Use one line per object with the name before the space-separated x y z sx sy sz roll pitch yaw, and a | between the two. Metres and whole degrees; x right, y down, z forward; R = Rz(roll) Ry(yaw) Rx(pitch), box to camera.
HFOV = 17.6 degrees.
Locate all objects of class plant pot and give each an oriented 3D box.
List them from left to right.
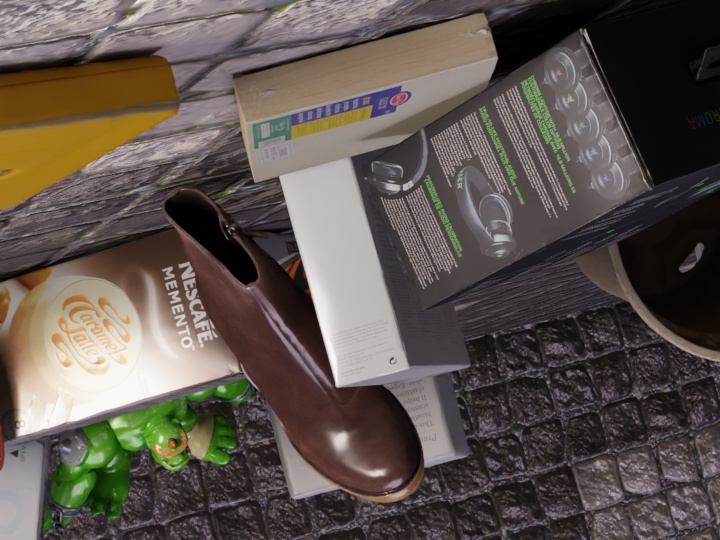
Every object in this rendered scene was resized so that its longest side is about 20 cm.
plant pot | 0.233 -0.042 1.638 0.200 0.201 0.183 -14 -174 -14

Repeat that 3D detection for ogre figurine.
ogre figurine | -0.165 0.119 1.763 0.199 0.098 0.120 -16 155 -6

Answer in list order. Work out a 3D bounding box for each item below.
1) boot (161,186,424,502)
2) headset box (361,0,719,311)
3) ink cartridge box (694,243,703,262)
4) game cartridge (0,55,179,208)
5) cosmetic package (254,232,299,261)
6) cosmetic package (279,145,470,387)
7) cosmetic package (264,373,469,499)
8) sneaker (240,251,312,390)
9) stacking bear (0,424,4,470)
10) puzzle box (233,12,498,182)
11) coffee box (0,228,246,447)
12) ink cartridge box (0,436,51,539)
boot | -0.046 0.049 1.453 0.072 0.200 0.166 -40 150 -5
headset box | 0.133 -0.070 1.262 0.174 0.093 0.200 -19 172 -42
ink cartridge box | 0.319 -0.053 1.852 0.084 0.145 0.200 -13 174 -6
game cartridge | -0.208 -0.051 1.044 0.199 0.033 0.176 -8 171 -37
cosmetic package | -0.145 0.032 1.809 0.199 0.074 0.102 -17 173 31
cosmetic package | 0.010 -0.006 1.442 0.051 0.151 0.200 -15 174 12
cosmetic package | -0.003 0.104 2.259 0.167 0.201 0.166 -15 175 6
sneaker | 0.000 0.000 1.581 0.200 0.078 0.112 -53 -164 -24
stacking bear | -0.357 0.096 1.628 0.121 0.114 0.200 -13 -168 -40
puzzle box | 0.001 -0.089 1.237 0.132 0.026 0.200 -15 174 -3
coffee box | -0.178 0.045 1.641 0.199 0.115 0.080 -17 174 11
ink cartridge box | -0.328 0.136 1.703 0.199 0.161 0.047 4 159 -5
